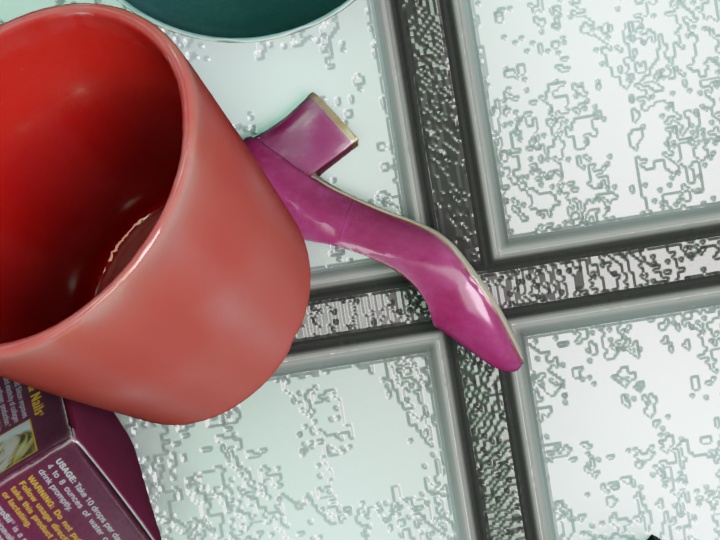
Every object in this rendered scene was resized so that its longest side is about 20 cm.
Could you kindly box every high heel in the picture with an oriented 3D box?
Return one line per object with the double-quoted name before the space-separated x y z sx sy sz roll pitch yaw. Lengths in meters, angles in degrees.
"high heel" 0.000 0.000 1.657 0.096 0.067 0.200 -41 87 -3

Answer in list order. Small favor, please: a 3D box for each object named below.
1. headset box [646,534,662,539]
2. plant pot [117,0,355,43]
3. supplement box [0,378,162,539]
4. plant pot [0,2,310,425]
"headset box" 0.203 0.241 1.614 0.200 0.174 0.093 39 93 -1
"plant pot" -0.063 -0.223 1.616 0.199 0.135 0.201 0 93 2
"supplement box" -0.223 0.144 1.634 0.200 0.131 0.103 -31 120 4
"plant pot" -0.128 -0.014 1.557 0.200 0.177 0.201 -14 60 25
